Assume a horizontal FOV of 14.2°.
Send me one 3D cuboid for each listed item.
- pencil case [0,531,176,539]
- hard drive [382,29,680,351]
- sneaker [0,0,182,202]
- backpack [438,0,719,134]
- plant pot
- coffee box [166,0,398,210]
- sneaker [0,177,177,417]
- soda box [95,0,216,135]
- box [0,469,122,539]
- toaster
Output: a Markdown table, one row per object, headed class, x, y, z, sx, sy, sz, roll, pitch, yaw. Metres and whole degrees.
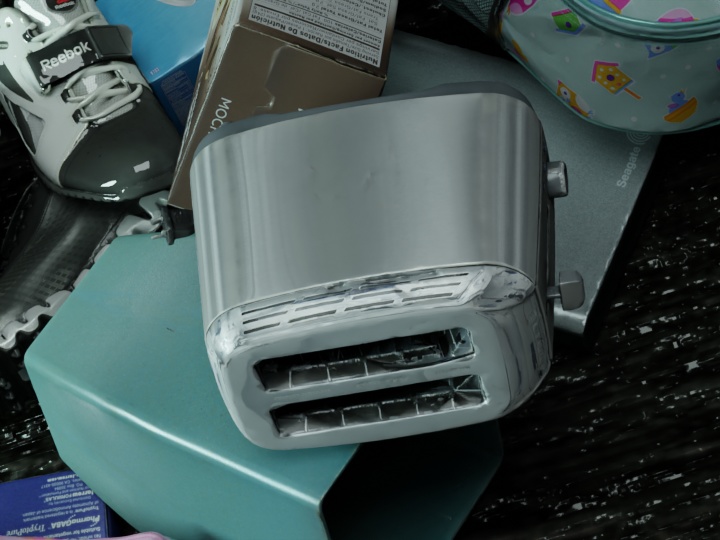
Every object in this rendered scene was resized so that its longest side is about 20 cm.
| class | x | y | z | sx | sy | sz | roll | pitch | yaw |
| --- | --- | --- | --- | --- | --- | --- | --- | --- | --- |
| pencil case | -0.179 | 0.165 | 1.423 | 0.199 | 0.087 | 0.088 | 3 | 65 | 15 |
| hard drive | 0.054 | -0.048 | 1.539 | 0.199 | 0.033 | 0.140 | 17 | 69 | 20 |
| sneaker | -0.157 | -0.107 | 1.543 | 0.074 | 0.089 | 0.200 | -24 | 39 | -22 |
| backpack | 0.143 | -0.173 | 1.501 | 0.175 | 0.154 | 0.200 | -23 | 60 | -29 |
| plant pot | -0.055 | 0.071 | 1.438 | 0.199 | 0.142 | 0.141 | 20 | 57 | 27 |
| coffee box | -0.032 | -0.117 | 1.448 | 0.080 | 0.113 | 0.200 | 19 | 36 | -8 |
| sneaker | -0.163 | -0.002 | 1.552 | 0.200 | 0.067 | 0.090 | -42 | 60 | -13 |
| soda box | -0.042 | -0.164 | 1.602 | 0.200 | 0.064 | 0.068 | -33 | 62 | -5 |
| box | -0.177 | 0.204 | 1.469 | 0.121 | 0.032 | 0.201 | -10 | 61 | 9 |
| toaster | 0.000 | 0.000 | 1.318 | 0.199 | 0.114 | 0.130 | -8 | 50 | 5 |
